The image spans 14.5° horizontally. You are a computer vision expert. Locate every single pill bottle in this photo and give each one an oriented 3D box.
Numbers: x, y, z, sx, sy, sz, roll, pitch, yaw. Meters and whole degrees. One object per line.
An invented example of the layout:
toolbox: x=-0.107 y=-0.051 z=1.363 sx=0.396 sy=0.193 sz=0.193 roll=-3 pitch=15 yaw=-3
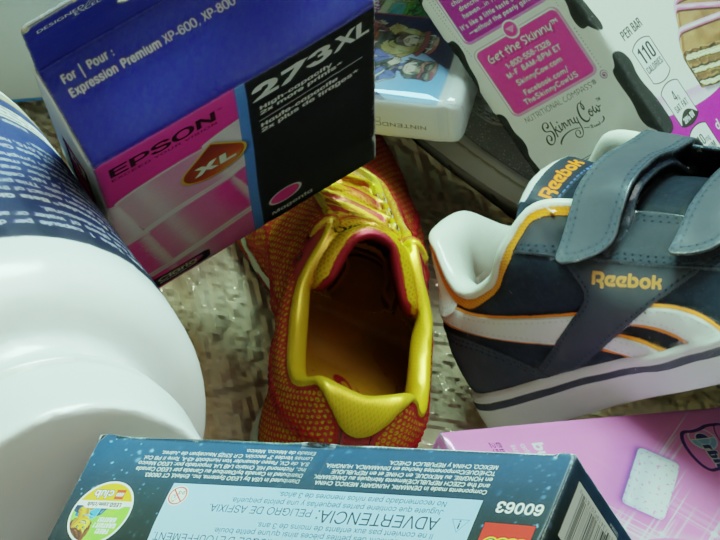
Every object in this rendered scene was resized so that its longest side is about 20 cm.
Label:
pill bottle: x=-0.109 y=0.027 z=0.791 sx=0.111 sy=0.111 sz=0.200 roll=3 pitch=24 yaw=-27

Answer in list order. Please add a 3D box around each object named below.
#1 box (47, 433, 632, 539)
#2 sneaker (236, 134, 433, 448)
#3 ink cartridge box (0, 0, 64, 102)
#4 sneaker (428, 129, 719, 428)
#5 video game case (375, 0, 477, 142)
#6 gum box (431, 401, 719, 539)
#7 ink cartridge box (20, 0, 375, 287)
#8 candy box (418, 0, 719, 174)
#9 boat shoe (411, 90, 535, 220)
box: x=0.029 y=0.117 z=0.706 sx=0.137 sy=0.200 sz=0.038 roll=-1 pitch=50 yaw=35
sneaker: x=0.000 y=0.000 z=0.957 sx=0.073 sy=0.077 sz=0.200 roll=11 pitch=38 yaw=-16
ink cartridge box: x=-0.111 y=-0.164 z=0.990 sx=0.146 sy=0.086 sz=0.200 roll=-4 pitch=65 yaw=3
sneaker: x=0.100 y=-0.006 z=0.906 sx=0.078 sy=0.200 sz=0.079 roll=-38 pitch=104 yaw=-49
video game case: x=-0.029 y=-0.131 z=1.053 sx=0.182 sy=0.023 sz=0.200 roll=7 pitch=48 yaw=13
gum box: x=0.097 y=0.130 z=0.866 sx=0.113 sy=0.066 sz=0.200 roll=-4 pitch=46 yaw=-31
ink cartridge box: x=-0.043 y=-0.051 z=0.843 sx=0.095 sy=0.200 sz=0.037 roll=-31 pitch=75 yaw=-7
candy box: x=0.086 y=-0.109 z=0.998 sx=0.200 sy=0.061 sz=0.136 roll=55 pitch=41 yaw=-7
boat shoe: x=0.040 y=-0.076 z=1.058 sx=0.202 sy=0.065 sz=0.074 roll=45 pitch=7 yaw=30
